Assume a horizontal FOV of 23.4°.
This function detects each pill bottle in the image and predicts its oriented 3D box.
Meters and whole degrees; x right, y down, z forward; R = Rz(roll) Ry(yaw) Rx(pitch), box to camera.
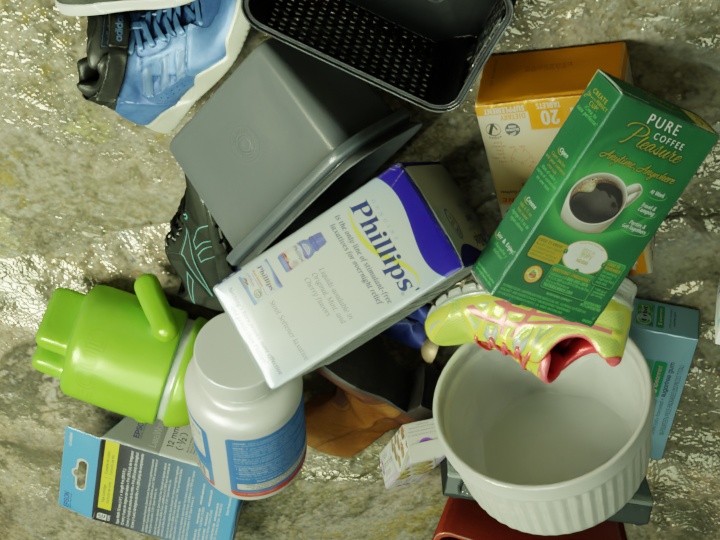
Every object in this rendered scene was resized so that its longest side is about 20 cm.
[{"bbox_3d":[-0.107,0.124,1.633,0.111,0.113,0.201,9,148,6],"label":"pill bottle"}]

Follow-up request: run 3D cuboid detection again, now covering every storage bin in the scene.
[{"bbox_3d":[-0.062,-0.115,1.511,0.135,0.145,0.200,52,129,3],"label":"storage bin"},{"bbox_3d":[0.019,-0.235,1.396,0.198,0.094,0.136,25,133,-7],"label":"storage bin"}]

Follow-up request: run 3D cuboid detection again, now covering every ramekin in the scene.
[{"bbox_3d":[0.171,0.143,1.574,0.198,0.202,0.106,-2,139,16],"label":"ramekin"}]

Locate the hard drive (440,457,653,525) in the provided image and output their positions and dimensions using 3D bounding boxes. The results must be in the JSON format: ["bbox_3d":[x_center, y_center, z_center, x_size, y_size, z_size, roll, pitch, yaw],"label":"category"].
[{"bbox_3d":[0.177,0.191,1.696,0.198,0.140,0.033,9,110,-3],"label":"hard drive"}]

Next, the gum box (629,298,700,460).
[{"bbox_3d":[0.211,0.093,1.677,0.198,0.045,0.171,10,133,4],"label":"gum box"}]

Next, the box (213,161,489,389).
[{"bbox_3d":[0.000,0.000,1.507,0.199,0.184,0.106,-32,86,13],"label":"box"}]

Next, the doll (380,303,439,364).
[{"bbox_3d":[-0.010,0.023,1.665,0.198,0.049,0.137,20,145,-5],"label":"doll"}]

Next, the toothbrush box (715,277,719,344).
[{"bbox_3d":[0.423,0.006,1.517,0.198,0.086,0.147,13,133,4],"label":"toothbrush box"}]

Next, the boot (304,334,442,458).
[{"bbox_3d":[-0.027,0.118,1.727,0.187,0.069,0.199,20,152,-30],"label":"boot"}]

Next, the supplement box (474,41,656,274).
[{"bbox_3d":[0.180,-0.089,1.499,0.125,0.074,0.201,-5,130,17],"label":"supplement box"}]

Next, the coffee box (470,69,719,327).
[{"bbox_3d":[0.191,-0.055,1.420,0.122,0.044,0.201,16,115,-34],"label":"coffee box"}]

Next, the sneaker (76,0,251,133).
[{"bbox_3d":[-0.173,-0.199,1.478,0.110,0.077,0.200,17,143,-26],"label":"sneaker"}]

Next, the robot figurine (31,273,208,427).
[{"bbox_3d":[-0.222,0.086,1.732,0.198,0.116,0.176,18,140,-3],"label":"robot figurine"}]

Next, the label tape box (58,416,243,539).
[{"bbox_3d":[-0.222,0.222,1.893,0.198,0.066,0.144,17,133,3],"label":"label tape box"}]

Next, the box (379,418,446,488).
[{"bbox_3d":[0.051,0.183,1.730,0.041,0.039,0.200,-10,167,-9],"label":"box"}]

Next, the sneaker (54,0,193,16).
[{"bbox_3d":[-0.186,-0.272,1.428,0.198,0.071,0.100,-6,135,25],"label":"sneaker"}]

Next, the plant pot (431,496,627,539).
[{"bbox_3d":[0.162,0.286,1.774,0.198,0.177,0.201,17,133,-1],"label":"plant pot"}]

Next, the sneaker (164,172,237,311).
[{"bbox_3d":[-0.151,-0.035,1.633,0.078,0.076,0.201,4,132,13],"label":"sneaker"}]

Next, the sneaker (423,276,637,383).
[{"bbox_3d":[0.146,0.056,1.539,0.198,0.091,0.078,-8,161,27],"label":"sneaker"}]
